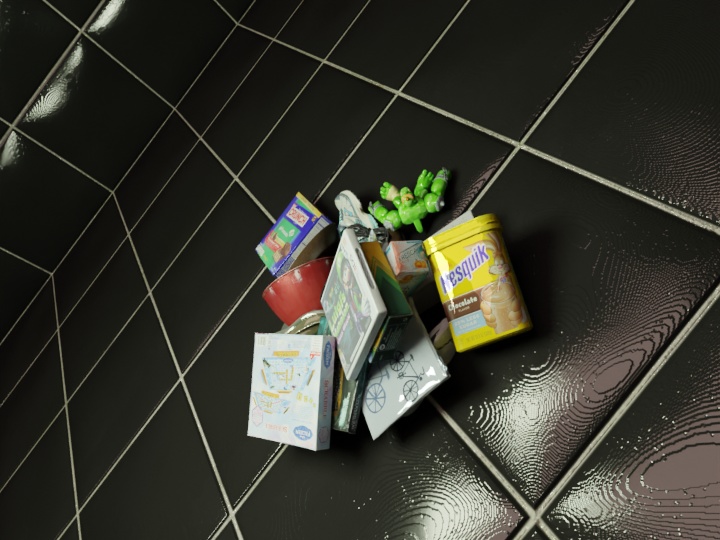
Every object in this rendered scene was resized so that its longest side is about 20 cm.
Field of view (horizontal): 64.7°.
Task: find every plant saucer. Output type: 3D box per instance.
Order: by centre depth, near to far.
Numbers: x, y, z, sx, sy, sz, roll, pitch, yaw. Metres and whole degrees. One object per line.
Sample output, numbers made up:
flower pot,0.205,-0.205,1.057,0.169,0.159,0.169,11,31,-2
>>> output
plant saucer,-0.112,-0.023,1.358,0.036,0.200,0.202,39,93,8

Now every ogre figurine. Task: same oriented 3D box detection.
ogre figurine,0.115,-0.151,1.262,0.193,0.100,0.121,-7,38,0

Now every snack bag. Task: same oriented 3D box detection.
snack bag,0.059,0.172,1.039,0.200,0.021,0.191,-45,46,22

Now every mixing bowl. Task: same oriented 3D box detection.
mixing bowl,-0.110,0.068,1.277,0.198,0.199,0.111,-32,74,23

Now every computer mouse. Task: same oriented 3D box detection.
computer mouse,0.000,0.000,1.186,0.138,0.046,0.205,5,67,41

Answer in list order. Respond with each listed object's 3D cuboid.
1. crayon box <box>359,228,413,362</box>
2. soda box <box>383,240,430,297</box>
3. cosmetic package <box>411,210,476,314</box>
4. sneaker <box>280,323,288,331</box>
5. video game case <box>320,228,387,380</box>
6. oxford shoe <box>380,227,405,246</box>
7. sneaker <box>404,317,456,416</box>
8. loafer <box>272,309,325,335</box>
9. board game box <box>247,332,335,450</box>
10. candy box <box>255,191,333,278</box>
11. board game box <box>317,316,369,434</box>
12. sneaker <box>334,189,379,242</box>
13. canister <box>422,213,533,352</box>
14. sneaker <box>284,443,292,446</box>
crayon box,0.019,0.043,1.021,0.128,0.050,0.203,109,147,-44
soda box,0.060,0.021,1.073,0.201,0.066,0.065,123,140,-56
cosmetic package,0.166,-0.014,1.129,0.198,0.071,0.103,-34,46,22
sneaker,-0.187,0.199,1.317,0.076,0.081,0.205,-14,54,36
video game case,-0.019,0.063,1.018,0.203,0.023,0.185,111,146,-45
oxford shoe,0.052,-0.020,1.238,0.071,0.084,0.205,-13,53,39
sneaker,0.098,0.161,1.073,0.114,0.075,0.203,34,92,47
loafer,-0.127,0.153,1.201,0.197,0.075,0.071,-30,48,14
board game box,-0.136,0.227,1.100,0.196,0.041,0.206,-3,80,41
candy box,-0.171,-0.083,1.498,0.201,0.077,0.169,-50,37,2
board game box,-0.044,0.195,1.091,0.133,0.028,0.206,3,75,41
sneaker,-0.026,-0.120,1.356,0.085,0.079,0.201,-29,44,-11
canister,0.205,0.025,0.997,0.146,0.086,0.206,-22,75,24
sneaker,-0.090,0.269,1.172,0.071,0.079,0.203,32,90,40
